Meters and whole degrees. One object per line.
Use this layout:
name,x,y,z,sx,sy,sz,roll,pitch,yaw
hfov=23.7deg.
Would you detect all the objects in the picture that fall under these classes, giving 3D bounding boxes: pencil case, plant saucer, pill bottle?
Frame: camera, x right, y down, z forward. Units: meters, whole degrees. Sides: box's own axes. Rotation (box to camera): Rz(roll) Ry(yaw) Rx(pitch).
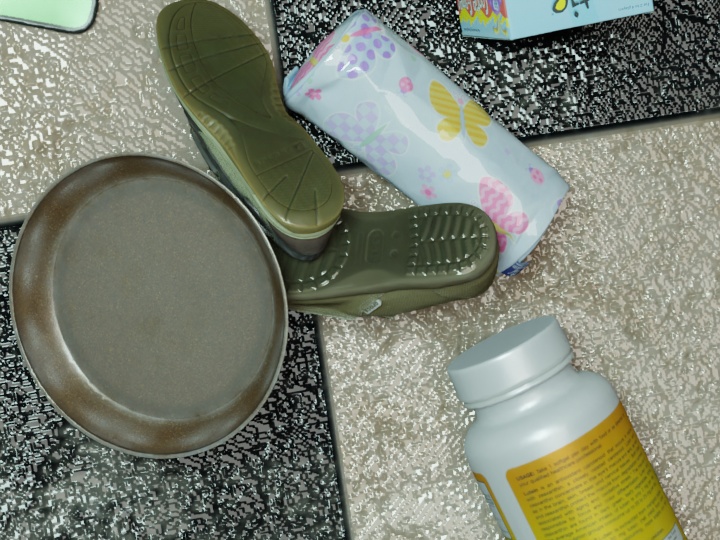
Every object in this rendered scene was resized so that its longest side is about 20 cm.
pencil case,0.044,-0.084,1.145,0.200,0.091,0.083,41,52,-9
plant saucer,-0.134,0.021,1.113,0.199,0.032,0.201,4,101,19
pill bottle,0.138,0.137,1.154,0.111,0.111,0.201,-27,96,-6

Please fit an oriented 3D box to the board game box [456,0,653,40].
board game box,0.112,-0.260,1.121,0.104,0.103,0.201,-12,101,-13

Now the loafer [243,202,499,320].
loafer,0.000,0.000,1.124,0.199,0.067,0.076,1,60,25

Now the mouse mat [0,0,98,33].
mouse mat,-0.262,-0.250,1.130,0.199,0.008,0.162,9,91,-8

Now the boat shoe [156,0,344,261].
boat shoe,-0.078,-0.089,1.113,0.072,0.066,0.201,-21,62,-25
